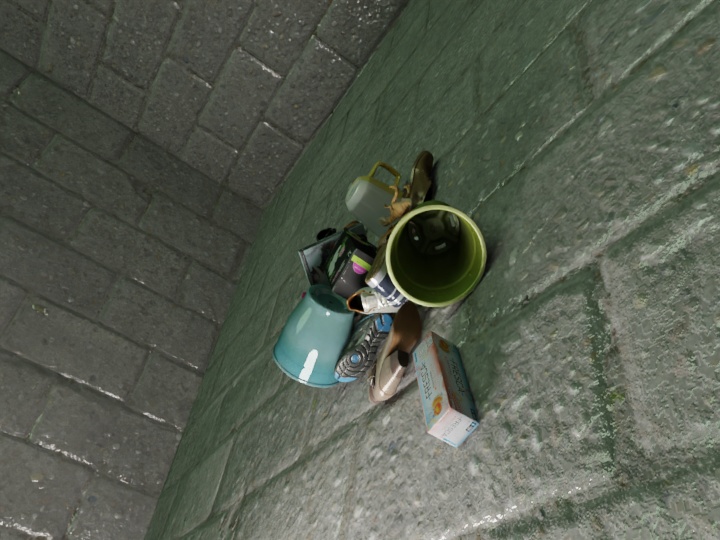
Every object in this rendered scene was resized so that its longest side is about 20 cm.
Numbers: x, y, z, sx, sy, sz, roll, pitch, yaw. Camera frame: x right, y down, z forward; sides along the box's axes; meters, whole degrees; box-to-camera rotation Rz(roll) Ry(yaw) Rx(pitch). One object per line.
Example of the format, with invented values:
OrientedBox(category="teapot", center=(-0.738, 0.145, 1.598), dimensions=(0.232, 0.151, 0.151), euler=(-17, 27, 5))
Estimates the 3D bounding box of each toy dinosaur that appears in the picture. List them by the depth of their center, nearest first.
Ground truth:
OrientedBox(category="toy dinosaur", center=(0.107, -0.167, 1.491), dimensions=(0.200, 0.058, 0.110), euler=(144, 131, -66))

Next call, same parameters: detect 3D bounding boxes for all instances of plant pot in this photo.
OrientedBox(category="plant pot", center=(0.151, -0.060, 1.212), dimensions=(0.202, 0.197, 0.191), euler=(-53, 9, 20))
OrientedBox(category="plant pot", center=(-0.101, 0.151, 1.471), dimensions=(0.201, 0.194, 0.193), euler=(-106, 35, -64))

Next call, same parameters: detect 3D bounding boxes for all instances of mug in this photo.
OrientedBox(category="mug", center=(0.039, -0.209, 1.727), dimensions=(0.150, 0.150, 0.190), euler=(-46, 23, 37))

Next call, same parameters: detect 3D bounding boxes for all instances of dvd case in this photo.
OrientedBox(category="dvd case", center=(-0.063, -0.031, 1.630), dimensions=(0.195, 0.150, 0.022), euler=(-24, 30, -11))

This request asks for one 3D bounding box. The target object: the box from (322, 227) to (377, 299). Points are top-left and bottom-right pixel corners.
OrientedBox(category="box", center=(0.000, 0.000, 1.526), dimensions=(0.127, 0.146, 0.201), euler=(-57, 18, 12))

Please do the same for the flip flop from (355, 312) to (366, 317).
OrientedBox(category="flip flop", center=(-0.025, 0.102, 1.591), dimensions=(0.200, 0.078, 0.060), euler=(-150, 75, -72))

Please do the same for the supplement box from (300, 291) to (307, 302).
OrientedBox(category="supplement box", center=(-0.139, 0.181, 1.659), dimensions=(0.104, 0.098, 0.206), euler=(-105, 30, -65))

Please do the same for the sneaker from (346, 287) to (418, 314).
OrientedBox(category="sneaker", center=(0.053, 0.069, 1.336), dimensions=(0.195, 0.076, 0.084), euler=(-12, 5, 37))

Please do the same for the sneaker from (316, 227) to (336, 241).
OrientedBox(category="sneaker", center=(-0.054, -0.073, 1.750), dimensions=(0.194, 0.101, 0.072), euler=(7, 51, 32))

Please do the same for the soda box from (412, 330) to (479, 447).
OrientedBox(category="soda box", center=(0.143, 0.199, 1.017), dimensions=(0.064, 0.067, 0.202), euler=(-52, 20, 24))

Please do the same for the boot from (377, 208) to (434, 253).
OrientedBox(category="boot", center=(0.122, -0.114, 1.511), dimensions=(0.197, 0.075, 0.155), euler=(-34, 8, 17))

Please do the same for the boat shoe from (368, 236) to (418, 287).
OrientedBox(category="boat shoe", center=(0.097, 0.015, 1.390), dimensions=(0.201, 0.074, 0.087), euler=(-43, 26, 12))

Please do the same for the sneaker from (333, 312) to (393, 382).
OrientedBox(category="sneaker", center=(0.004, 0.178, 1.415), dimensions=(0.202, 0.073, 0.082), euler=(-51, 24, 2))

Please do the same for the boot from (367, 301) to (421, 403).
OrientedBox(category="boot", center=(0.064, 0.181, 1.265), dimensions=(0.147, 0.069, 0.203), euler=(-55, 12, 43))

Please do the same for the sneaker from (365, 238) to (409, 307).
OrientedBox(category="sneaker", center=(0.085, -0.002, 1.284), dimensions=(0.070, 0.108, 0.202), euler=(-40, 13, 39))

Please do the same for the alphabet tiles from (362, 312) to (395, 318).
OrientedBox(category="alphabet tiles", center=(0.051, 0.097, 1.498), dimensions=(0.202, 0.007, 0.169), euler=(-55, 20, 23))

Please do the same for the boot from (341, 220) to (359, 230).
OrientedBox(category="boot", center=(-0.033, -0.058, 1.840), dimensions=(0.202, 0.076, 0.154), euler=(-54, 25, -6))

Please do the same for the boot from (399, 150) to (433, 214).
OrientedBox(category="boot", center=(0.172, -0.236, 1.578), dimensions=(0.074, 0.074, 0.205), euler=(-1, 58, 39))
